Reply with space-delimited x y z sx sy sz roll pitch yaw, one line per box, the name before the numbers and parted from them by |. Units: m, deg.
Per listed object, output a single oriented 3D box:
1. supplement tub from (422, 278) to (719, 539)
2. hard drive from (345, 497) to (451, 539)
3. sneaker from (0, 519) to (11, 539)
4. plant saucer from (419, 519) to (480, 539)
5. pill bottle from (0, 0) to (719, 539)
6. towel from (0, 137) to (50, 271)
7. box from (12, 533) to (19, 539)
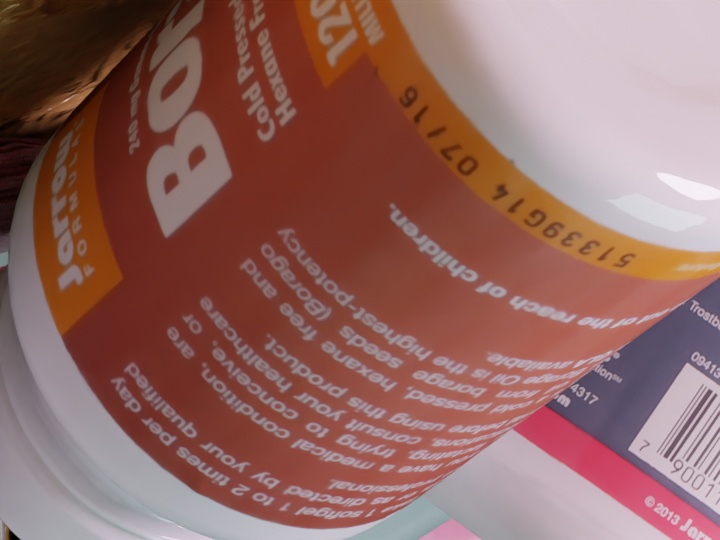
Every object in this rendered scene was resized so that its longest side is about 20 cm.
supplement tub | 0.098 -0.008 0.721 0.200 0.140 0.140 -55 175 -3
hard drive | 0.029 0.001 0.786 0.200 0.132 0.027 -30 -141 -26
sneaker | -0.153 0.064 0.942 0.087 0.076 0.200 2 180 -5
plant saucer | -0.025 0.090 0.934 0.200 0.051 0.201 -14 168 -3
pill bottle | -0.002 -0.011 0.605 0.112 0.112 0.200 -21 166 -46
towel | -0.137 0.014 0.737 0.200 0.023 0.144 -29 174 23
box | -0.120 0.093 1.060 0.200 0.038 0.137 -26 -149 -13
